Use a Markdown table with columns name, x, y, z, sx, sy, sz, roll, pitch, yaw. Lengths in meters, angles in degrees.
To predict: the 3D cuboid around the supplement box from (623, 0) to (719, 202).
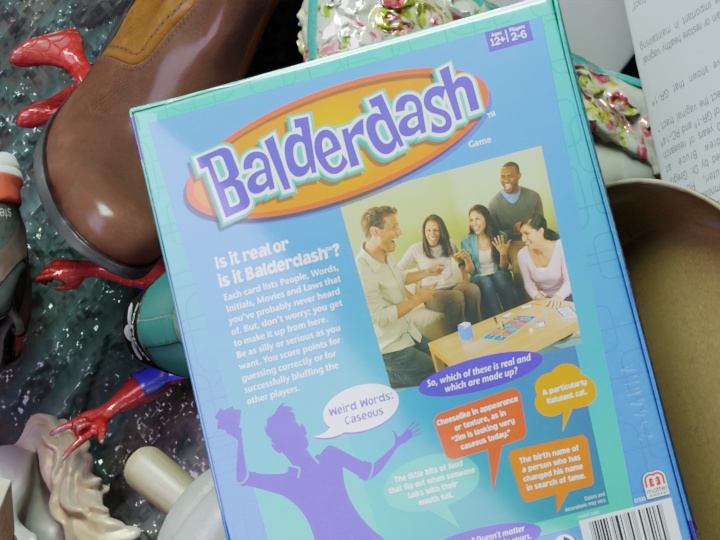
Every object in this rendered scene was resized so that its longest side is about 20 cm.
| name | x | y | z | sx | sy | sz | roll | pitch | yaw |
| --- | --- | --- | --- | --- | --- | --- | --- | --- | --- |
| supplement box | 0.162 | -0.079 | 0.986 | 0.103 | 0.101 | 0.201 | -30 | 68 | 61 |

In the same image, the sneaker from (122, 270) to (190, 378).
| name | x | y | z | sx | sy | sz | roll | pitch | yaw |
| --- | --- | --- | --- | --- | --- | --- | --- | --- | --- |
| sneaker | 0.000 | 0.000 | 1.075 | 0.080 | 0.199 | 0.072 | -8 | 92 | 54 |

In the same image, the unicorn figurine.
| name | x | y | z | sx | sy | sz | roll | pitch | yaw |
| --- | --- | --- | --- | --- | --- | --- | --- | --- | --- |
| unicorn figurine | -0.188 | 0.132 | 1.239 | 0.199 | 0.074 | 0.138 | -31 | 62 | 4 |

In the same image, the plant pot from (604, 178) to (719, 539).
| name | x | y | z | sx | sy | sz | roll | pitch | yaw |
| --- | --- | --- | --- | --- | --- | --- | --- | --- | --- |
| plant pot | 0.110 | 0.068 | 0.969 | 0.200 | 0.027 | 0.202 | 15 | 108 | 55 |

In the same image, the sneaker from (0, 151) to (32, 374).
| name | x | y | z | sx | sy | sz | roll | pitch | yaw |
| --- | --- | --- | --- | --- | --- | --- | --- | --- | --- |
| sneaker | -0.173 | 0.009 | 1.198 | 0.077 | 0.200 | 0.082 | -12 | 83 | -8 |

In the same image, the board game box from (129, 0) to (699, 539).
| name | x | y | z | sx | sy | sz | roll | pitch | yaw |
| --- | --- | --- | --- | --- | --- | --- | --- | --- | --- |
| board game box | 0.019 | 0.025 | 0.948 | 0.151 | 0.045 | 0.201 | -14 | 77 | 6 |

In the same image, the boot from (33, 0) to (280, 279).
| name | x | y | z | sx | sy | sz | roll | pitch | yaw |
| --- | --- | --- | --- | --- | --- | --- | --- | --- | --- |
| boot | -0.043 | -0.109 | 1.134 | 0.200 | 0.068 | 0.189 | -46 | 12 | 36 |

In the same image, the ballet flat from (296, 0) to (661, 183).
| name | x | y | z | sx | sy | sz | roll | pitch | yaw |
| --- | --- | --- | --- | --- | --- | --- | --- | --- | --- |
| ballet flat | 0.059 | -0.052 | 1.041 | 0.076 | 0.199 | 0.064 | -31 | 38 | 60 |

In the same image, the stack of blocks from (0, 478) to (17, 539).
| name | x | y | z | sx | sy | sz | roll | pitch | yaw |
| --- | --- | --- | --- | --- | --- | --- | --- | --- | --- |
| stack of blocks | -0.173 | 0.192 | 1.133 | 0.058 | 0.201 | 0.115 | 5 | 36 | 6 |

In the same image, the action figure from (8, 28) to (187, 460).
| name | x | y | z | sx | sy | sz | roll | pitch | yaw |
| --- | --- | --- | --- | --- | --- | --- | --- | --- | --- |
| action figure | -0.115 | -0.004 | 1.205 | 0.099 | 0.065 | 0.200 | -26 | 57 | -18 |

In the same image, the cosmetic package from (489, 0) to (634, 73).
| name | x | y | z | sx | sy | sz | roll | pitch | yaw |
| --- | --- | --- | --- | --- | --- | --- | --- | --- | --- |
| cosmetic package | 0.090 | -0.173 | 1.085 | 0.201 | 0.107 | 0.085 | -58 | 24 | 8 |

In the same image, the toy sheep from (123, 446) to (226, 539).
| name | x | y | z | sx | sy | sz | roll | pitch | yaw |
| --- | --- | --- | --- | --- | --- | --- | --- | --- | --- |
| toy sheep | -0.009 | 0.119 | 1.020 | 0.200 | 0.138 | 0.138 | 37 | 99 | 32 |
